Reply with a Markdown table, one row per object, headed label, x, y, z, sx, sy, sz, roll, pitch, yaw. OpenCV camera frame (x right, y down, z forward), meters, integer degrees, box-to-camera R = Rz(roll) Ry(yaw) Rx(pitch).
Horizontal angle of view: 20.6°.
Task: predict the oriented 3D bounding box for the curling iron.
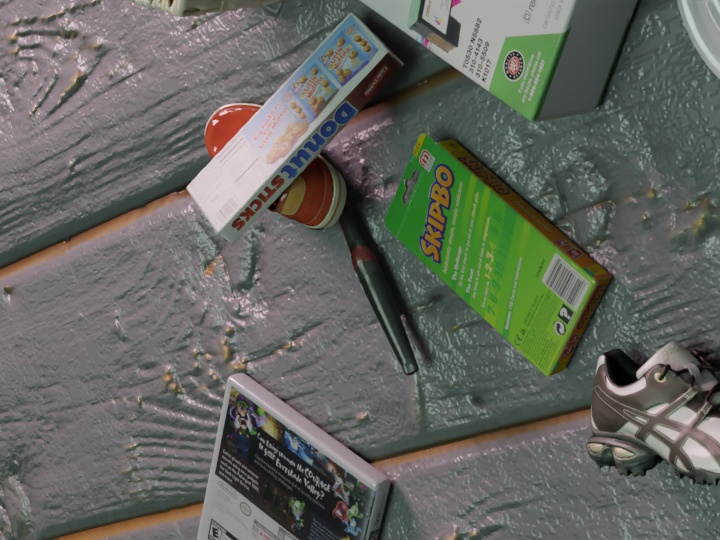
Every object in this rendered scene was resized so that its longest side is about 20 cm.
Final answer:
| label | x | y | z | sx | sy | sz | roll | pitch | yaw |
| --- | --- | --- | --- | --- | --- | --- | --- | --- | --- |
| curling iron | 0.000 | 0.000 | 1.657 | 0.050 | 0.025 | 0.201 | -45 | 68 | 38 |

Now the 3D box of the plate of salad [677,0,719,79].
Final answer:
| label | x | y | z | sx | sy | sz | roll | pitch | yaw |
| --- | --- | --- | --- | --- | --- | --- | --- | --- | --- |
| plate of salad | 0.293 | -0.203 | 1.297 | 0.199 | 0.048 | 0.202 | 10 | 105 | 41 |

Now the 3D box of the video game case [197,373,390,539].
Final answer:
| label | x | y | z | sx | sy | sz | roll | pitch | yaw |
| --- | --- | --- | --- | --- | --- | --- | --- | --- | --- |
| video game case | -0.064 | 0.217 | 1.781 | 0.200 | 0.023 | 0.183 | 33 | 122 | 36 |

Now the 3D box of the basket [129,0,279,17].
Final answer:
| label | x | y | z | sx | sy | sz | roll | pitch | yaw |
| --- | --- | --- | --- | --- | --- | --- | --- | --- | --- |
| basket | -0.118 | -0.284 | 1.582 | 0.123 | 0.199 | 0.136 | 28 | 119 | 31 |

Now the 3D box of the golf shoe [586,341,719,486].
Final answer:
| label | x | y | z | sx | sy | sz | roll | pitch | yaw |
| --- | --- | --- | --- | --- | --- | --- | --- | --- | --- |
| golf shoe | 0.240 | 0.100 | 1.409 | 0.199 | 0.077 | 0.095 | 1 | 101 | 44 |

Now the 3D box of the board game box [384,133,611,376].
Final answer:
| label | x | y | z | sx | sy | sz | roll | pitch | yaw |
| --- | --- | --- | --- | --- | --- | --- | --- | --- | --- |
| board game box | 0.103 | -0.017 | 1.551 | 0.200 | 0.030 | 0.096 | 42 | 126 | 26 |

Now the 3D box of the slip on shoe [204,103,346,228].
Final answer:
| label | x | y | z | sx | sy | sz | roll | pitch | yaw |
| --- | --- | --- | --- | --- | --- | --- | --- | --- | --- |
| slip on shoe | -0.084 | -0.094 | 1.672 | 0.200 | 0.061 | 0.075 | 40 | 114 | 50 |

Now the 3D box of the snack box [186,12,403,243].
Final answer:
| label | x | y | z | sx | sy | sz | roll | pitch | yaw |
| --- | --- | --- | --- | --- | --- | --- | --- | --- | --- |
| snack box | -0.055 | -0.116 | 1.598 | 0.200 | 0.024 | 0.072 | -46 | 42 | 7 |

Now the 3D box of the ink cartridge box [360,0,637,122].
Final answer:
| label | x | y | z | sx | sy | sz | roll | pitch | yaw |
| --- | --- | --- | --- | --- | --- | --- | --- | --- | --- |
| ink cartridge box | 0.103 | -0.223 | 1.455 | 0.200 | 0.084 | 0.146 | 39 | 125 | 32 |
